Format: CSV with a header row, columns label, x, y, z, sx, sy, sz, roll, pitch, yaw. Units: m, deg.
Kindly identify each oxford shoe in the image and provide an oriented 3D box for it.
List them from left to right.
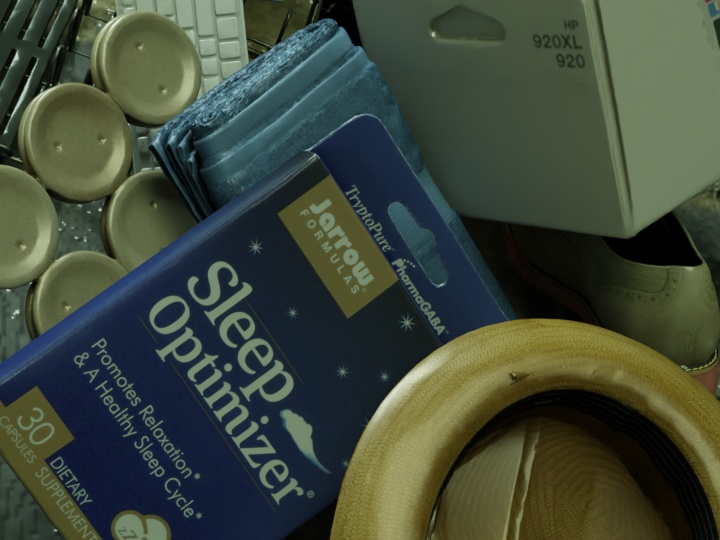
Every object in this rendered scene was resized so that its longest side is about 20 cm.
label,x,y,z,sx,sy,sz,roll,pitch,yaw
oxford shoe,0.120,-0.017,0.871,0.070,0.075,0.200,-5,29,-18

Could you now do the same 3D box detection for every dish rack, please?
label,x,y,z,sx,sy,sz,roll,pitch,yaw
dish rack,-0.104,-0.096,0.890,0.199,0.055,0.154,20,48,-7

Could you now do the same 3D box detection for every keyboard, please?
label,x,y,z,sx,sy,sz,roll,pitch,yaw
keyboard,-0.078,-0.095,0.822,0.056,0.011,0.201,-6,94,3

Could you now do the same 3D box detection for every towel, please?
label,x,y,z,sx,sy,sz,roll,pitch,yaw
towel,0.000,0.000,0.799,0.112,0.048,0.200,-40,106,-34

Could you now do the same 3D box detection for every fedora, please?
label,x,y,z,sx,sy,sz,roll,pitch,yaw
fedora,0.070,0.121,0.721,0.200,0.082,0.202,6,67,-15

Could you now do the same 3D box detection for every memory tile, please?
label,x,y,z,sx,sy,sz,roll,pitch,yaw
memory tile,-0.072,0.001,0.785,0.200,0.017,0.153,49,58,-20

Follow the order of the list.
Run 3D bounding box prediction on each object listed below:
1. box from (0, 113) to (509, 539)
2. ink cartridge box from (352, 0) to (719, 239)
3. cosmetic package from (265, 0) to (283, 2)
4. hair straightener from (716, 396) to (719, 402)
label,x,y,z,sx,sy,sz,roll,pitch,yaw
box,-0.041,0.039,0.733,0.200,0.032,0.121,-36,104,-10
ink cartridge box,0.116,-0.122,0.837,0.200,0.145,0.147,-29,25,-36
cosmetic package,-0.079,-0.224,0.923,0.084,0.108,0.200,5,29,-17
hair straightener,0.149,0.081,0.846,0.199,0.077,0.041,4,29,-15
